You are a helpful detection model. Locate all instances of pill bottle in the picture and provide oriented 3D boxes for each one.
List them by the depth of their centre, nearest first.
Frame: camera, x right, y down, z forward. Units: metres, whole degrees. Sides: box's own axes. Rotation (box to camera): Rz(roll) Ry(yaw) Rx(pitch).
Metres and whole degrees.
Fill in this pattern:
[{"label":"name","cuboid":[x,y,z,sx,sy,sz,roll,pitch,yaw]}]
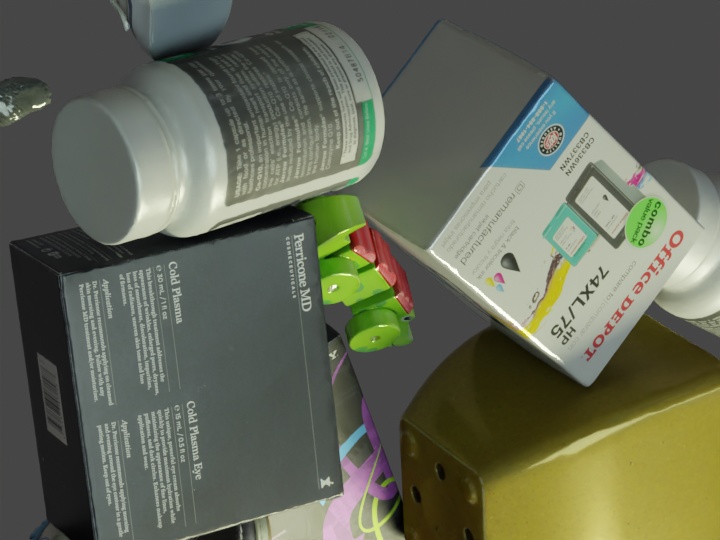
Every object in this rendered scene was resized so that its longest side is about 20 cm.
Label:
[{"label":"pill bottle","cuboid":[-0.091,-0.087,1.563,0.199,0.113,0.114,-19,120,-38]},{"label":"pill bottle","cuboid":[0.287,-0.007,1.868,0.199,0.116,0.116,24,96,-39]}]

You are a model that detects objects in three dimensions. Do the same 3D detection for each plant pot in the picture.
[{"label":"plant pot","cuboid":[0.139,0.149,1.789,0.199,0.195,0.196,-16,118,-26]}]

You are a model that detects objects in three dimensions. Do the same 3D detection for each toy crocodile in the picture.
[{"label":"toy crocodile","cuboid":[0.000,0.000,1.683,0.061,0.068,0.200,-21,149,12]}]

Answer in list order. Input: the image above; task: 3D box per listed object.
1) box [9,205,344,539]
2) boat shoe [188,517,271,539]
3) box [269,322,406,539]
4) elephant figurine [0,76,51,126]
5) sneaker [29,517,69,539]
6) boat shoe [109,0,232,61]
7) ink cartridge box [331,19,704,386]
[{"label":"box","cuboid":[-0.121,0.067,1.611,0.181,0.104,0.202,-13,107,-24]},{"label":"boat shoe","cuboid":[-0.119,0.232,1.704,0.064,0.072,0.201,5,135,-27]},{"label":"box","cuboid":[-0.049,0.153,1.765,0.142,0.036,0.201,-33,123,-18]},{"label":"elephant figurine","cuboid":[-0.303,-0.035,1.469,0.141,0.154,0.201,-36,146,-58]},{"label":"sneaker","cuboid":[-0.190,0.213,1.607,0.075,0.200,0.087,42,124,-11]},{"label":"boat shoe","cuboid":[-0.142,-0.203,1.522,0.074,0.086,0.202,-40,157,-5]},{"label":"ink cartridge box","cuboid":[0.108,-0.046,1.711,0.200,0.146,0.147,38,87,-39]}]
